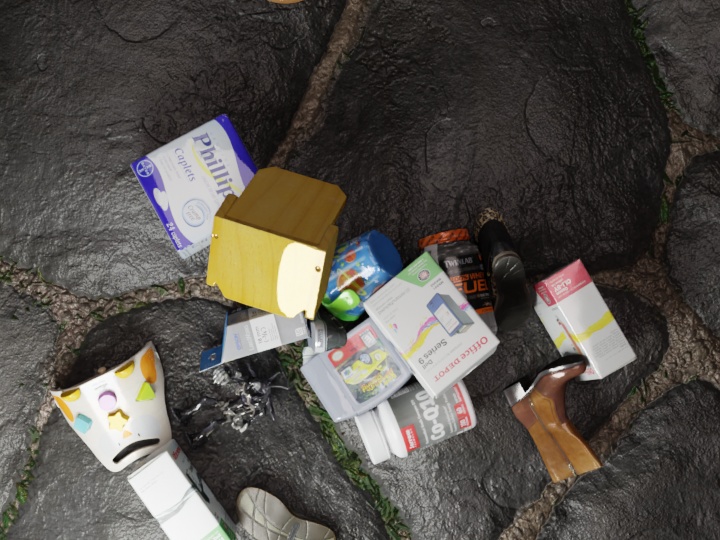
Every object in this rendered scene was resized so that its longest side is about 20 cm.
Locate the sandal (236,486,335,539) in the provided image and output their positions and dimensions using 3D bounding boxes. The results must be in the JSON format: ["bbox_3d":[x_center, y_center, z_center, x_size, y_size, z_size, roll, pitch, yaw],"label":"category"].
[{"bbox_3d":[-0.134,0.447,1.608,0.198,0.055,0.083,26,87,-15],"label":"sandal"}]

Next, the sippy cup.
[{"bbox_3d":[0.000,0.000,1.601,0.130,0.139,0.180,-33,54,30],"label":"sippy cup"}]

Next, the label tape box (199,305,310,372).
[{"bbox_3d":[-0.195,0.103,1.593,0.197,0.144,0.064,-17,100,-6],"label":"label tape box"}]

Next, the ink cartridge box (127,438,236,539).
[{"bbox_3d":[-0.301,0.398,1.542,0.083,0.147,0.201,-36,93,-7],"label":"ink cartridge box"}]

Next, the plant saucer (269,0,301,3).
[{"bbox_3d":[-0.147,-0.620,1.748,0.196,0.037,0.204,0,83,-4],"label":"plant saucer"}]

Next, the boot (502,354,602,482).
[{"bbox_3d":[0.368,0.267,1.610,0.187,0.068,0.202,-35,83,33],"label":"boot"}]

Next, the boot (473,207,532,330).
[{"bbox_3d":[0.257,-0.002,1.661,0.072,0.201,0.152,-16,46,3],"label":"boot"}]

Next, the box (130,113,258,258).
[{"bbox_3d":[-0.284,-0.153,1.644,0.198,0.105,0.186,-30,86,-8],"label":"box"}]

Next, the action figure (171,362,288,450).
[{"bbox_3d":[-0.227,0.236,1.601,0.198,0.102,0.120,-29,74,-5],"label":"action figure"}]

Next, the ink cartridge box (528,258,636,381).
[{"bbox_3d":[0.394,0.094,1.638,0.083,0.145,0.202,-29,85,-8],"label":"ink cartridge box"}]

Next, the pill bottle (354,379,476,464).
[{"bbox_3d":[0.097,0.262,1.612,0.197,0.114,0.115,-22,85,-7],"label":"pill bottle"}]

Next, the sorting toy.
[{"bbox_3d":[-0.424,0.256,1.600,0.198,0.107,0.182,-25,104,-7],"label":"sorting toy"}]

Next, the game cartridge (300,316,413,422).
[{"bbox_3d":[0.009,0.169,1.587,0.199,0.041,0.134,-36,79,-4],"label":"game cartridge"}]

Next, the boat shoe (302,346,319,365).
[{"bbox_3d":[-0.007,0.174,1.643,0.197,0.070,0.073,1,84,2],"label":"boat shoe"}]

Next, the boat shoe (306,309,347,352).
[{"bbox_3d":[-0.062,0.106,1.580,0.056,0.200,0.070,-2,98,-8],"label":"boat shoe"}]

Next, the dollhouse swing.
[{"bbox_3d":[-0.134,-0.052,1.554,0.197,0.176,0.184,16,117,9],"label":"dollhouse swing"}]

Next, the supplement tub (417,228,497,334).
[{"bbox_3d":[0.171,0.034,1.642,0.120,0.123,0.203,-13,84,-5],"label":"supplement tub"}]

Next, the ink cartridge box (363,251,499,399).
[{"bbox_3d":[0.120,0.094,1.532,0.145,0.088,0.201,-37,79,-4],"label":"ink cartridge box"}]
